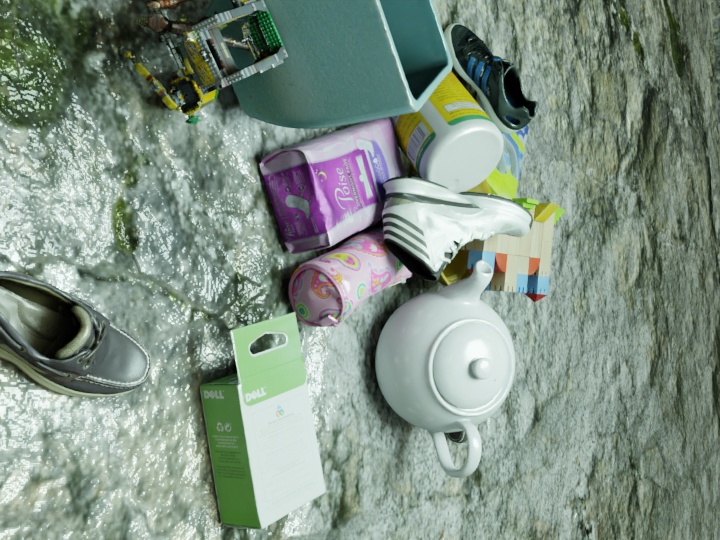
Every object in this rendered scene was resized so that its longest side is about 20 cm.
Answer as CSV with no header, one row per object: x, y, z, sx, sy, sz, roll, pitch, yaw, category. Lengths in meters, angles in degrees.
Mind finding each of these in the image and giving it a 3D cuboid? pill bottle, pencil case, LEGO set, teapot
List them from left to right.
-0.166,-0.231,0.733,0.116,0.154,0.200,-53,132,-59,LEGO set
0.000,0.000,0.974,0.200,0.087,0.088,-30,109,-52,pencil case
0.089,-0.201,1.038,0.113,0.113,0.200,24,28,-49,pill bottle
0.122,0.122,1.017,0.197,0.146,0.200,-42,105,-15,teapot

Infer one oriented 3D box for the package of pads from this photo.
-0.022,-0.107,0.969,0.200,0.076,0.121,-30,106,-50,package of pads

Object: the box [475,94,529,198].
0.224,-0.208,1.332,0.122,0.048,0.200,40,55,-43,box

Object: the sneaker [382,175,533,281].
0.115,-0.037,0.981,0.200,0.076,0.116,11,79,-19,sneaker

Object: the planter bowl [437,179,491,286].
0.112,-0.061,1.132,0.200,0.083,0.201,10,78,-53,planter bowl

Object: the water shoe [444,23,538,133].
0.210,-0.313,1.258,0.071,0.079,0.200,-35,92,-34,water shoe

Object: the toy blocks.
0.199,-0.029,1.107,0.200,0.100,0.137,6,89,-42,toy blocks

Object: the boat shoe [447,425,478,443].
0.122,0.149,1.135,0.065,0.073,0.200,-8,93,-32,boat shoe

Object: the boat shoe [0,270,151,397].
-0.245,0.055,0.660,0.200,0.065,0.072,39,54,-44,boat shoe

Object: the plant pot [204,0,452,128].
-0.041,-0.255,0.849,0.196,0.200,0.196,67,26,-19,plant pot

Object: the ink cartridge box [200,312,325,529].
-0.104,0.152,0.835,0.104,0.059,0.200,-13,95,-53,ink cartridge box
